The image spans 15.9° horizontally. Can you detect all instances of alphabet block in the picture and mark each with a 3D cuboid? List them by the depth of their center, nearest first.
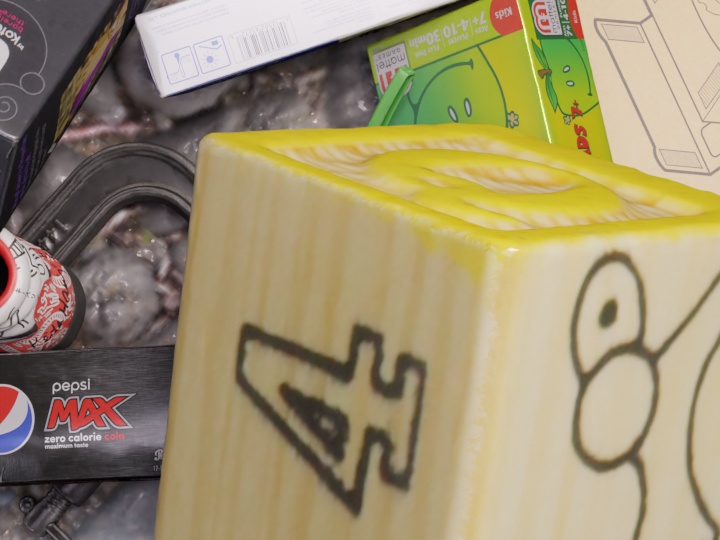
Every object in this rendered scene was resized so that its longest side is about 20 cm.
[{"bbox_3d":[0.045,0.054,1.122,0.196,0.195,0.201,20,107,41],"label":"alphabet block"}]

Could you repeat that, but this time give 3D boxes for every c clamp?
[{"bbox_3d":[-0.120,0.044,1.296,0.171,0.027,0.200,36,89,10],"label":"c clamp"}]

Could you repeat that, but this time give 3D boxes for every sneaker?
[{"bbox_3d":[-0.238,-0.011,1.253,0.200,0.108,0.068,16,83,12],"label":"sneaker"}]

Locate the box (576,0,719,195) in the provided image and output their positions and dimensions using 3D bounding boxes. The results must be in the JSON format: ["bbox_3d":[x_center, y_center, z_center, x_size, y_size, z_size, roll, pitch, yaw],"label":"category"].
[{"bbox_3d":[0.170,-0.108,1.296,0.163,0.021,0.201,5,85,3],"label":"box"}]

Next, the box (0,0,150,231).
[{"bbox_3d":[-0.169,-0.136,1.202,0.122,0.106,0.200,30,60,0],"label":"box"}]

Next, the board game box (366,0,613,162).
[{"bbox_3d":[0.075,-0.028,1.254,0.101,0.047,0.201,-18,82,42],"label":"board game box"}]

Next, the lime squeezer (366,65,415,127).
[{"bbox_3d":[0.000,0.000,1.267,0.038,0.070,0.201,-13,104,-40],"label":"lime squeezer"}]

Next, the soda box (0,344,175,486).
[{"bbox_3d":[-0.130,0.071,1.244,0.199,0.071,0.064,-2,84,8],"label":"soda box"}]

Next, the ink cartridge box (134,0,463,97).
[{"bbox_3d":[-0.008,-0.135,1.268,0.199,0.094,0.044,-18,95,1],"label":"ink cartridge box"}]
